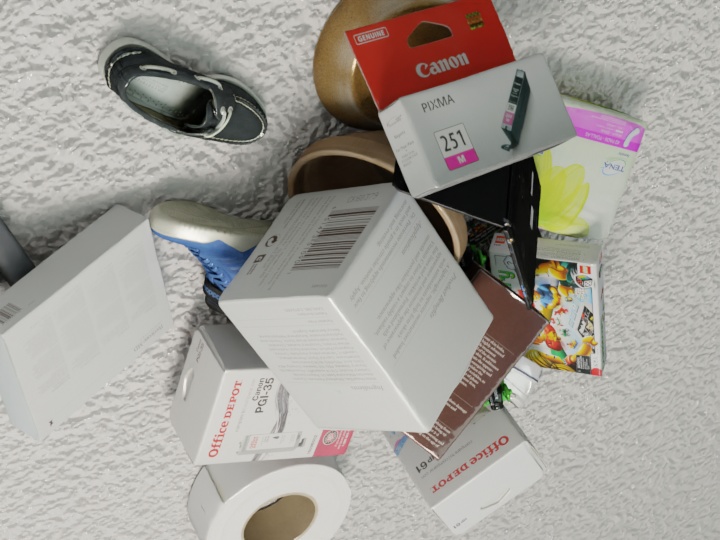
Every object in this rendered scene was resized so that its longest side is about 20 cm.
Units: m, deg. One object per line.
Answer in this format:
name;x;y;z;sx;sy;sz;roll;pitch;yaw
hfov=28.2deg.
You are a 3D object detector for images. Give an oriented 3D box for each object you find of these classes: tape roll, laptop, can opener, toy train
tape roll;-0.115;0.294;1.811;0.202;0.071;0.203;-17;135;-18
laptop;0.115;-0.086;1.462;0.103;0.178;0.200;-4;139;17
can opener;-0.337;-0.017;1.418;0.067;0.053;0.200;-55;145;-26
toy train;0.139;0.064;1.659;0.042;0.056;0.201;-12;99;0

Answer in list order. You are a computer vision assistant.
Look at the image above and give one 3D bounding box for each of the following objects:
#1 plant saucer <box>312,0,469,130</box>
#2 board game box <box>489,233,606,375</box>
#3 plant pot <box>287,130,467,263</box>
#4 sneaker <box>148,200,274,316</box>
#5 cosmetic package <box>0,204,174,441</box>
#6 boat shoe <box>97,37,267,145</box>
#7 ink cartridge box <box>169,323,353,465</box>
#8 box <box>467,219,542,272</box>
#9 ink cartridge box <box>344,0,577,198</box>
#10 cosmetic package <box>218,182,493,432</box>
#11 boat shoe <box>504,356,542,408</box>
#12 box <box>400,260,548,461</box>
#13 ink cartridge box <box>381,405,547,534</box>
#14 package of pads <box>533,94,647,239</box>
plant saucer;0.049;-0.221;1.477;0.199;0.035;0.201;-17;134;-19
board game box;0.225;0.042;1.705;0.126;0.035;0.200;7;139;19
plant pot;0.031;-0.083;1.516;0.093;0.200;0.201;-59;149;-32
sneaker;-0.150;-0.004;1.514;0.199;0.077;0.112;8;114;-45
cosmetic package;-0.282;0.051;1.436;0.200;0.052;0.151;-43;141;-34
boat shoe;-0.163;-0.157;1.381;0.199;0.060;0.076;16;118;-41
ink cartridge box;-0.098;0.138;1.621;0.199;0.083;0.147;-1;127;-31
box;0.170;0.011;1.760;0.136;0.038;0.200;-33;138;-2
ink cartridge box;0.101;-0.180;1.393;0.199;0.174;0.044;-22;179;-35
cosmetic package;-0.001;0.041;1.466;0.200;0.165;0.165;55;51;-29
boat shoe;0.120;0.101;1.718;0.066;0.199;0.074;-63;-179;-5
box;0.107;0.099;1.598;0.100;0.075;0.200;38;97;-8
ink cartridge box;0.116;0.204;1.779;0.144;0.200;0.085;-37;138;1
package of pads;0.222;-0.120;1.629;0.199;0.068;0.155;9;105;-36
